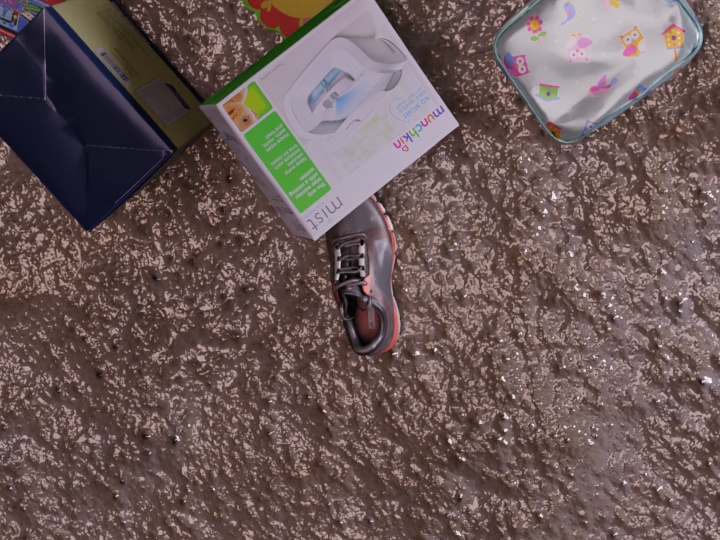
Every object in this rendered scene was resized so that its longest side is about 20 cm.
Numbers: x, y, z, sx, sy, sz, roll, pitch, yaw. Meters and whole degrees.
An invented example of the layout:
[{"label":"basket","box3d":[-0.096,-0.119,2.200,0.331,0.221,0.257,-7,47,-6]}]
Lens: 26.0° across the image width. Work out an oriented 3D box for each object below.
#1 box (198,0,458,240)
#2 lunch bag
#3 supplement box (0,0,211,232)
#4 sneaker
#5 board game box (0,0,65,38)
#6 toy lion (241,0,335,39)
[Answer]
[{"label":"box","box3d":[-0.033,-0.161,1.620,0.200,0.097,0.177,-38,104,-10]},{"label":"lunch bag","box3d":[0.245,-0.243,1.610,0.200,0.077,0.161,-37,88,18]},{"label":"supplement box","box3d":[-0.285,-0.178,1.684,0.134,0.200,0.200,-40,96,17]},{"label":"sneaker","box3d":[0.000,0.000,1.715,0.077,0.082,0.201,-12,97,16]},{"label":"board game box","box3d":[-0.395,-0.320,1.791,0.199,0.019,0.103,25,104,9]},{"label":"toy lion","box3d":[-0.061,-0.357,1.681,0.191,0.069,0.201,-33,91,25]}]
